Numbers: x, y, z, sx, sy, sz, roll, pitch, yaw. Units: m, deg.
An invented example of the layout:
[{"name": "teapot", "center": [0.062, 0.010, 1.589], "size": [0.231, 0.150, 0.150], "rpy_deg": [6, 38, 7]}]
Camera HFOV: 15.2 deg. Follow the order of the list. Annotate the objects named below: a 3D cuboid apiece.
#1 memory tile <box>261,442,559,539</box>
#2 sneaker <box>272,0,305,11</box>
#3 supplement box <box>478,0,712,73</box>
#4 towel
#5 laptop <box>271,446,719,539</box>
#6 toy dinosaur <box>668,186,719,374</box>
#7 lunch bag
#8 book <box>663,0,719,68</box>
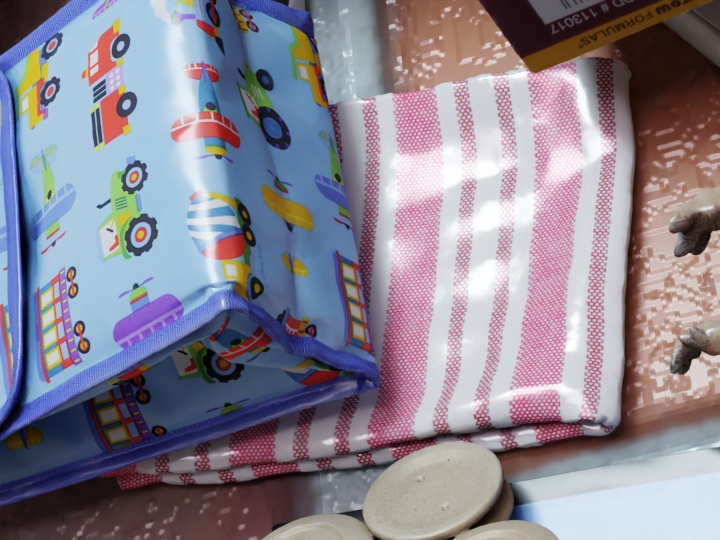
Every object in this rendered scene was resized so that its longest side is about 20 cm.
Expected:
[{"name": "memory tile", "center": [0.002, 0.132, 0.831], "size": [0.153, 0.017, 0.200], "rpy_deg": [-25, 30, -3]}, {"name": "sneaker", "center": [-0.094, -0.172, 1.048], "size": [0.073, 0.112, 0.200], "rpy_deg": [-37, 54, 1]}, {"name": "supplement box", "center": [0.087, -0.180, 0.941], "size": [0.110, 0.086, 0.200], "rpy_deg": [-21, 41, 23]}, {"name": "towel", "center": [0.000, 0.000, 0.962], "size": [0.200, 0.030, 0.147], "rpy_deg": [-8, 61, 21]}, {"name": "laptop", "center": [0.033, 0.139, 0.825], "size": [0.177, 0.200, 0.103], "rpy_deg": [-12, 96, 19]}, {"name": "toy dinosaur", "center": [0.171, 0.008, 0.810], "size": [0.135, 0.200, 0.086], "rpy_deg": [13, 32, 27]}, {"name": "lunch bag", "center": [-0.108, -0.003, 0.958], "size": [0.200, 0.094, 0.151], "rpy_deg": [-25, 59, 26]}, {"name": "book", "center": [0.180, -0.114, 0.936], "size": [0.134, 0.048, 0.200], "rpy_deg": [-43, 51, -4]}]
